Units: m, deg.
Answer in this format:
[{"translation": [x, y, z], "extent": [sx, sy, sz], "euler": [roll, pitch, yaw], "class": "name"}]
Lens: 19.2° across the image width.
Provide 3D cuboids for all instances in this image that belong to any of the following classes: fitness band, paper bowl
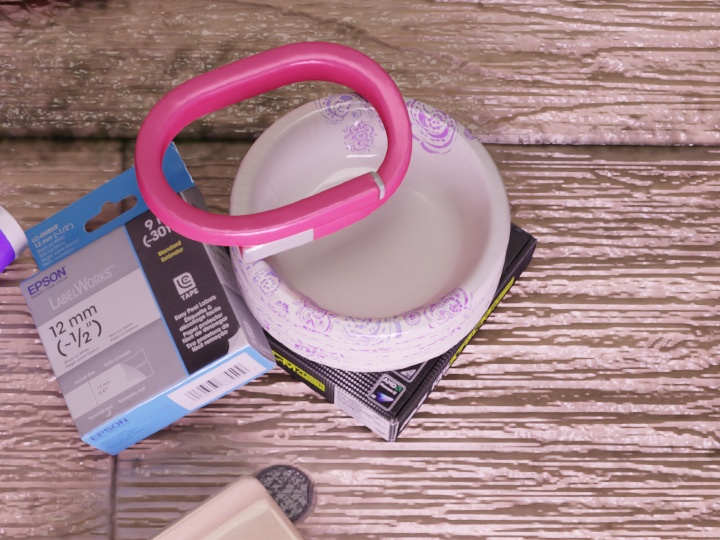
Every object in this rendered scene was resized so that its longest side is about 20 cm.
[{"translation": [-0.060, -0.087, 1.496], "extent": [0.200, 0.037, 0.144], "euler": [-21, 66, -14], "class": "fitness band"}, {"translation": [0.005, -0.021, 1.544], "extent": [0.200, 0.104, 0.201], "euler": [1, 64, -2], "class": "paper bowl"}]

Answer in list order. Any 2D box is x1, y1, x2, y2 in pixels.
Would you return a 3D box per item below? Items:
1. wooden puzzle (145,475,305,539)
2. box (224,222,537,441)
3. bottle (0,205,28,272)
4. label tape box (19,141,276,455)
[{"translation": [-0.090, 0.269, 1.483], "extent": [0.185, 0.037, 0.200], "euler": [-34, 75, -19], "class": "wooden puzzle"}, {"translation": [0.000, 0.000, 1.616], "extent": [0.200, 0.048, 0.193], "euler": [34, 69, 13], "class": "box"}, {"translation": [-0.332, 0.027, 1.557], "extent": [0.200, 0.084, 0.065], "euler": [-42, 95, -22], "class": "bottle"}, {"translation": [-0.168, 0.013, 1.560], "extent": [0.143, 0.066, 0.200], "euler": [-29, 69, 9], "class": "label tape box"}]
